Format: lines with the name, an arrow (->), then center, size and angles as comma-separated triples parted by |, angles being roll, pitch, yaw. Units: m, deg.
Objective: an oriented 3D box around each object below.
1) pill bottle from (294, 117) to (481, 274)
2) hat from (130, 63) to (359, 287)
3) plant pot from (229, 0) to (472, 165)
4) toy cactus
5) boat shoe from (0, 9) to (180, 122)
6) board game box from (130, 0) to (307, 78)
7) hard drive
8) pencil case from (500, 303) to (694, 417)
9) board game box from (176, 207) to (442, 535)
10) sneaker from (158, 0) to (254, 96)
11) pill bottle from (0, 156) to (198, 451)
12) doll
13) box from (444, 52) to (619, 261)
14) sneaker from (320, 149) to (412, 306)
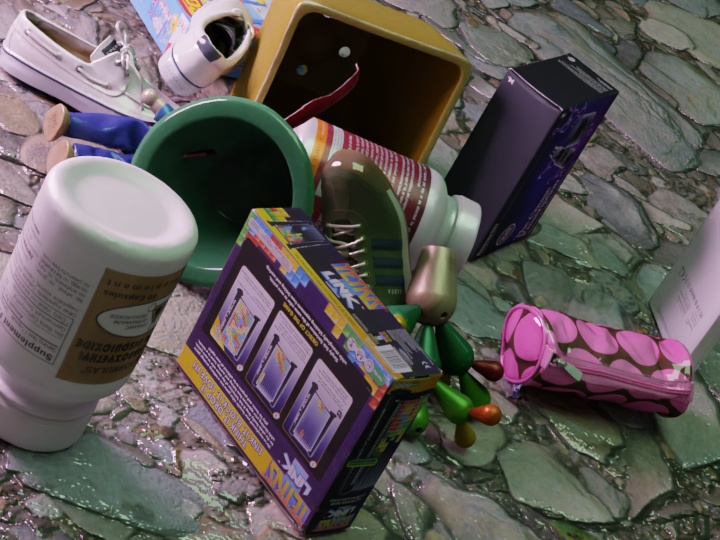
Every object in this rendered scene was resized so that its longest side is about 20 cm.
pill bottle -> 0.011, -0.063, 1.635 | 0.199, 0.113, 0.113 | 22, 30, -13
hat -> -0.091, -0.080, 1.541 | 0.176, 0.199, 0.166 | -24, 97, -74
plant pot -> -0.030, -0.199, 1.746 | 0.194, 0.196, 0.200 | 17, 24, -22
toy cactus -> 0.059, 0.059, 1.456 | 0.200, 0.102, 0.166 | 21, 71, -37
boat shoe -> -0.245, -0.199, 1.637 | 0.201, 0.086, 0.075 | 27, 22, -4
board game box -> -0.155, -0.293, 1.904 | 0.195, 0.056, 0.200 | 5, 38, -38
hard drive -> 0.380, -0.003, 1.784 | 0.027, 0.200, 0.132 | 19, 30, -18
pencil case -> 0.232, 0.092, 1.623 | 0.199, 0.091, 0.094 | 11, -1, -27
board game box -> -0.045, 0.076, 1.311 | 0.057, 0.166, 0.200 | -4, 44, -43
sneaker -> -0.137, -0.235, 1.715 | 0.073, 0.071, 0.200 | 53, 27, -17
pill bottle -> -0.204, 0.029, 1.206 | 0.114, 0.200, 0.114 | 22, 29, -13
doll -> -0.196, -0.110, 1.579 | 0.199, 0.048, 0.137 | 11, 56, -35
box -> 0.168, -0.120, 1.776 | 0.079, 0.200, 0.141 | 42, 32, 20
sneaker -> 0.000, 0.000, 1.474 | 0.067, 0.201, 0.090 | 4, 41, 25
